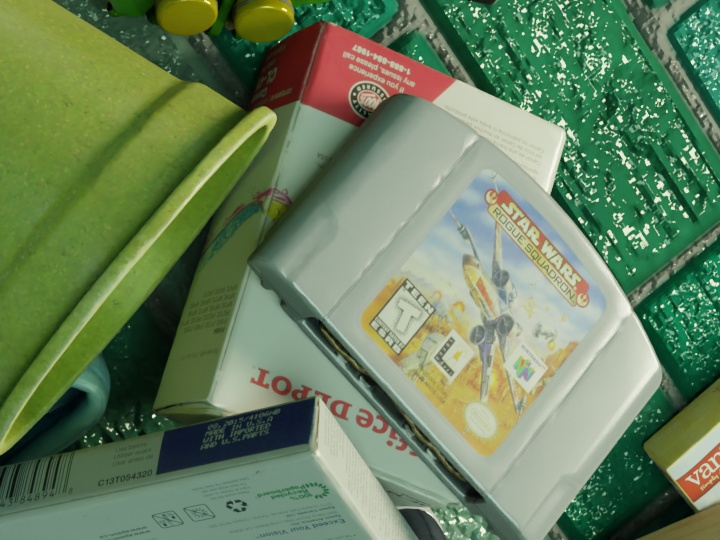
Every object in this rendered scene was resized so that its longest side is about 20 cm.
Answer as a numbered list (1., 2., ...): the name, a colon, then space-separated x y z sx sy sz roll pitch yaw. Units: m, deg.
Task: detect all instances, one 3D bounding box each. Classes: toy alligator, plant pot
1. toy alligator: -0.098 -0.140 1.157 0.198 0.060 0.054 3 148 -20
2. plant pot: -0.170 -0.052 1.081 0.184 0.200 0.201 40 92 0

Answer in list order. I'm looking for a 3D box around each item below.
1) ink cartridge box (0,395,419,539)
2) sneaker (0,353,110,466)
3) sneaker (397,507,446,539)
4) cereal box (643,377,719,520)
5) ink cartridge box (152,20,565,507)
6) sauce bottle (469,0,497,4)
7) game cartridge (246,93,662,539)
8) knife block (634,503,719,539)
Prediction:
1. ink cartridge box: -0.067 0.152 1.160 0.195 0.044 0.201 -13 135 20
2. sneaker: -0.214 0.088 1.176 0.199 0.082 0.074 -32 115 -6
3. sneaker: -0.007 0.225 1.280 0.070 0.109 0.201 27 98 -24
4. cereal box: 0.274 0.126 1.383 0.144 0.040 0.200 -40 116 -1
5. ink cartridge box: 0.000 0.000 1.177 0.147 0.085 0.202 24 76 -22
6. sauce bottle: -0.024 -0.173 1.134 0.198 0.065 0.065 14 103 -15
7. game cartridge: 0.053 0.020 1.135 0.200 0.041 0.133 47 72 -16
8. knife block: 0.115 0.205 1.324 0.174 0.064 0.201 17 112 -18
